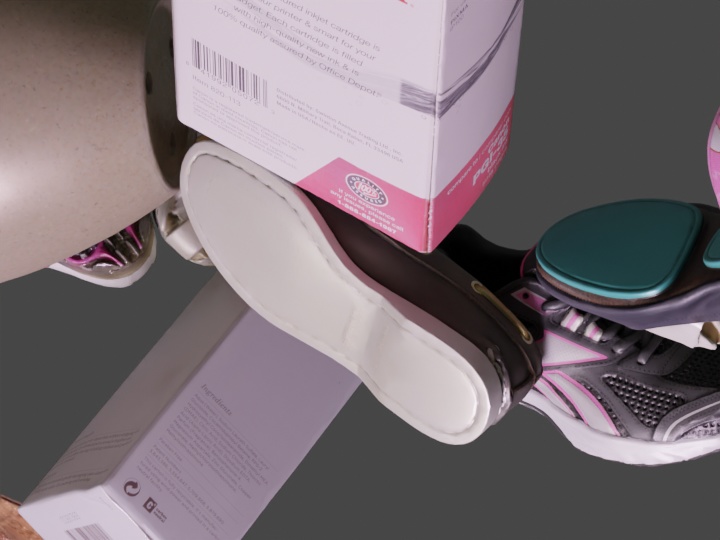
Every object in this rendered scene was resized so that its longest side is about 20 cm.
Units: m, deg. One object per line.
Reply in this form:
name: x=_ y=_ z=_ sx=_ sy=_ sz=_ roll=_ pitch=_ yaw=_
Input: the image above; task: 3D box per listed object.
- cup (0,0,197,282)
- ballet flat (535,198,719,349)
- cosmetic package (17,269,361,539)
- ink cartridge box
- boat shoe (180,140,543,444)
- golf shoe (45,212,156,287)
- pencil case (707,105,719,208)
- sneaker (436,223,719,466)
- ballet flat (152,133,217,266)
cup: x=-0.162 y=-0.086 z=1.387 sx=0.143 sy=0.201 sz=0.201 roll=-1 pitch=138 yaw=12
ballet flat: x=0.162 y=0.006 z=1.245 sx=0.200 sy=0.073 sz=0.073 roll=-6 pitch=128 yaw=48
cosmetic package: x=-0.076 y=0.076 z=1.474 sx=0.081 sy=0.200 sz=0.113 roll=48 pitch=152 yaw=-13
ink cartridge box: x=-0.005 y=-0.121 z=1.241 sx=0.146 sy=0.083 sz=0.200 roll=30 pitch=149 yaw=17
boat shoe: x=-0.001 y=0.002 z=1.331 sx=0.202 sy=0.060 sz=0.072 roll=40 pitch=132 yaw=18
golf shoe: x=-0.172 y=-0.038 z=1.552 sx=0.200 sy=0.073 sz=0.092 roll=34 pitch=161 yaw=41
pencil case: x=0.225 y=-0.048 z=1.080 sx=0.200 sy=0.086 sz=0.083 roll=-4 pitch=108 yaw=51
sneaker: x=0.104 y=0.030 z=1.338 sx=0.199 sy=0.080 sz=0.087 roll=10 pitch=130 yaw=32
ballet flat: x=-0.075 y=-0.039 z=1.453 sx=0.069 sy=0.063 sz=0.200 roll=42 pitch=151 yaw=-4
